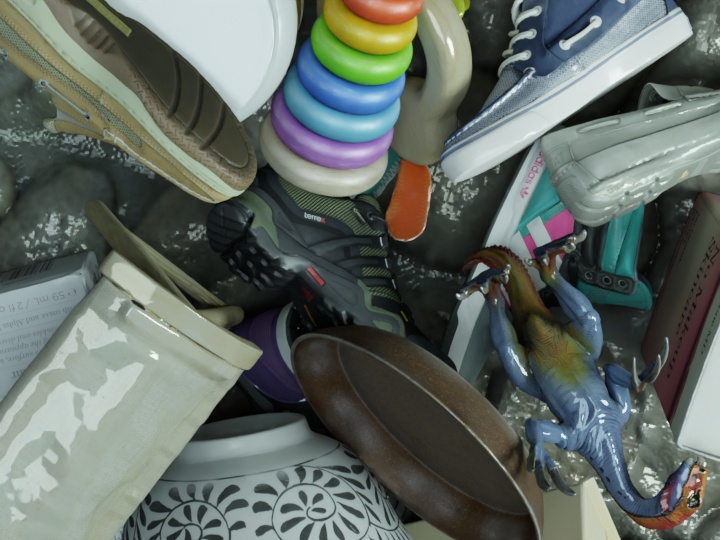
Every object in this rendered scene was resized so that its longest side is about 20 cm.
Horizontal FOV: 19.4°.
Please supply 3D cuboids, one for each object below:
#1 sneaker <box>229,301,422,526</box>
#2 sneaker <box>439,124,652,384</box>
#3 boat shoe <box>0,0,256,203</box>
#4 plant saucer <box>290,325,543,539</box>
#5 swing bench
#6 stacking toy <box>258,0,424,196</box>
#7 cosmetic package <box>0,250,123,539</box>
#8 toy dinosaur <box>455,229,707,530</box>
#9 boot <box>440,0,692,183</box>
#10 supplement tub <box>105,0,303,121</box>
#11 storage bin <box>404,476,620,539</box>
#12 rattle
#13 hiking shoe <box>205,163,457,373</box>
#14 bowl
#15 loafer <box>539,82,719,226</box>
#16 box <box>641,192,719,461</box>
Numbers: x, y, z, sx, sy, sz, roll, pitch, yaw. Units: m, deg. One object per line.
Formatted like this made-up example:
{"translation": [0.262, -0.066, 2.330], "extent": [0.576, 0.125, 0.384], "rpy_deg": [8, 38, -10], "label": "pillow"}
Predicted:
{"translation": [-0.023, 0.108, 1.459], "extent": [0.088, 0.076, 0.200], "rpy_deg": [-18, 114, 35], "label": "sneaker"}
{"translation": [0.134, 0.011, 1.418], "extent": [0.121, 0.084, 0.200], "rpy_deg": [25, 102, 4], "label": "sneaker"}
{"translation": [-0.148, -0.104, 1.195], "extent": [0.200, 0.072, 0.076], "rpy_deg": [45, 115, -3], "label": "boat shoe"}
{"translation": [0.042, 0.102, 1.317], "extent": [0.200, 0.200, 0.034], "rpy_deg": [48, 69, -11], "label": "plant saucer"}
{"translation": [-0.168, 0.085, 1.302], "extent": [0.130, 0.200, 0.199], "rpy_deg": [38, 93, -15], "label": "swing bench"}
{"translation": [-0.001, -0.143, 1.290], "extent": [0.085, 0.085, 0.200], "rpy_deg": [16, 132, -4], "label": "stacking toy"}
{"translation": [-0.205, 0.097, 1.443], "extent": [0.102, 0.074, 0.200], "rpy_deg": [-15, 103, 3], "label": "cosmetic package"}
{"translation": [0.145, 0.069, 1.296], "extent": [0.105, 0.200, 0.182], "rpy_deg": [-27, 100, 8], "label": "toy dinosaur"}
{"translation": [0.114, -0.139, 1.357], "extent": [0.200, 0.073, 0.090], "rpy_deg": [-33, 88, -22], "label": "boot"}
{"translation": [-0.110, -0.161, 1.310], "extent": [0.145, 0.200, 0.145], "rpy_deg": [0, 105, 0], "label": "supplement tub"}
{"translation": [0.093, 0.258, 1.434], "extent": [0.200, 0.094, 0.199], "rpy_deg": [-16, 123, 15], "label": "storage bin"}
{"translation": [0.051, -0.139, 1.403], "extent": [0.130, 0.143, 0.200], "rpy_deg": [4, 125, 32], "label": "rattle"}
{"translation": [0.000, 0.000, 1.378], "extent": [0.200, 0.076, 0.101], "rpy_deg": [43, 61, -11], "label": "hiking shoe"}
{"translation": [-0.072, 0.146, 1.365], "extent": [0.201, 0.201, 0.094], "rpy_deg": [-9, 94, 3], "label": "bowl"}
{"translation": [0.209, -0.095, 1.372], "extent": [0.200, 0.070, 0.070], "rpy_deg": [-22, 72, -24], "label": "loafer"}
{"translation": [0.260, 0.042, 1.360], "extent": [0.109, 0.200, 0.128], "rpy_deg": [18, 104, -3], "label": "box"}
